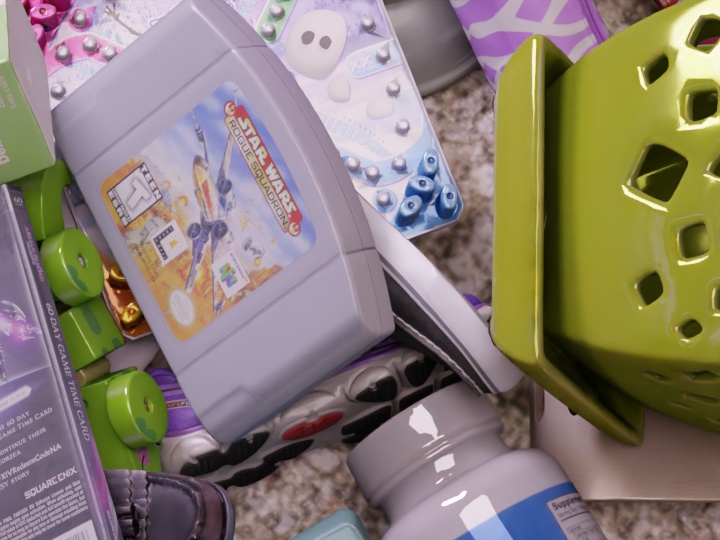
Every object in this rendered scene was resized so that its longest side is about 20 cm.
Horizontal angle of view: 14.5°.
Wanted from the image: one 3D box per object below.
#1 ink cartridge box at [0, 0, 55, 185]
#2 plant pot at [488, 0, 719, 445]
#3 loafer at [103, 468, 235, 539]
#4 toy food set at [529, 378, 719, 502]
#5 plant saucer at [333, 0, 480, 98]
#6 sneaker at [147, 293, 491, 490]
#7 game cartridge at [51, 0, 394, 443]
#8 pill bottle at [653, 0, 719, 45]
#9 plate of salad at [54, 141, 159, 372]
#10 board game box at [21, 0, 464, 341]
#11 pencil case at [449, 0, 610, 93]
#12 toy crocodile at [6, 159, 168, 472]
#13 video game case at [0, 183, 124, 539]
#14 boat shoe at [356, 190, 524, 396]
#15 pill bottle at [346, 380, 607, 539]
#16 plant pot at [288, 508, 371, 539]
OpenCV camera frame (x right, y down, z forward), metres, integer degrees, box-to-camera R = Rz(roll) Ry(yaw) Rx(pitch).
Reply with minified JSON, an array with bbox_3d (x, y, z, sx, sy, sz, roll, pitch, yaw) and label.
[{"bbox_3d":[-0.260,-0.073,1.429,0.199,0.068,0.117,-20,33,3],"label":"ink cartridge box"},{"bbox_3d":[0.171,-0.017,1.407,0.180,0.199,0.202,-6,71,22],"label":"plant pot"},{"bbox_3d":[-0.155,0.137,1.396,0.199,0.063,0.072,-13,63,34],"label":"loafer"},{"bbox_3d":[0.190,0.061,1.519,0.198,0.060,0.145,0,72,4],"label":"toy food set"},{"bbox_3d":[0.000,-0.193,1.579,0.198,0.050,0.202,2,72,-5],"label":"plant saucer"},{"bbox_3d":[-0.023,0.047,1.489,0.199,0.081,0.084,-18,65,-12],"label":"sneaker"},{"bbox_3d":[-0.068,-0.031,1.419,0.041,0.133,0.201,-12,69,-53],"label":"game cartridge"},{"bbox_3d":[0.227,-0.153,1.556,0.109,0.110,0.201,-33,78,-14],"label":"pill bottle"},{"bbox_3d":[-0.194,-0.009,1.504,0.198,0.048,0.202,5,72,-15],"label":"plate of salad"},{"bbox_3d":[-0.069,-0.088,1.505,0.199,0.026,0.201,-20,79,-9],"label":"board game box"},{"bbox_3d":[0.087,-0.167,1.527,0.201,0.085,0.084,65,32,-14],"label":"pencil case"},{"bbox_3d":[-0.145,0.041,1.446,0.067,0.062,0.201,-22,91,26],"label":"toy crocodile"},{"bbox_3d":[-0.198,0.078,1.393,0.142,0.019,0.201,-28,68,26],"label":"video game case"},{"bbox_3d":[0.000,0.000,1.443,0.057,0.069,0.200,-46,74,1],"label":"boat shoe"},{"bbox_3d":[0.076,0.162,1.442,0.112,0.112,0.201,-29,77,-13],"label":"pill bottle"},{"bbox_3d":[-0.029,0.201,1.373,0.141,0.200,0.142,-29,77,-13],"label":"plant pot"}]
